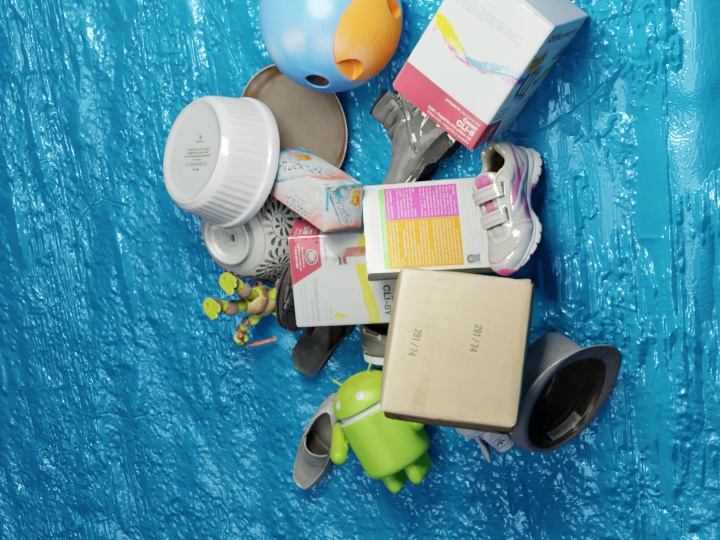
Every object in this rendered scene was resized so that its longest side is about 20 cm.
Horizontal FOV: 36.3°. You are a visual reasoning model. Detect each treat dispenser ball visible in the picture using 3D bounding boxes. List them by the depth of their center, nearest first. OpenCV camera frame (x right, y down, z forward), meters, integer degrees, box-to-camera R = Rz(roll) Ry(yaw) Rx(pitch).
[{"bbox_3d":[-0.041,-0.347,1.510,0.199,0.201,0.203,11,112,27],"label":"treat dispenser ball"}]

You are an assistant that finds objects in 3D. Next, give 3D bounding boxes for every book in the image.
[{"bbox_3d":[0.104,-0.060,1.540,0.198,0.048,0.135,-3,76,0],"label":"book"}]

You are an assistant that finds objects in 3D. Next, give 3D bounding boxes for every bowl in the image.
[{"bbox_3d":[-0.189,-0.065,1.764,0.199,0.094,0.202,10,111,27],"label":"bowl"}]

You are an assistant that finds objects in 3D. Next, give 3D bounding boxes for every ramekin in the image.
[{"bbox_3d":[-0.217,-0.170,1.656,0.202,0.094,0.204,-14,70,46],"label":"ramekin"}]

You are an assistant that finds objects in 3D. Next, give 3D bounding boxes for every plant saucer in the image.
[{"bbox_3d":[-0.100,-0.221,1.693,0.199,0.032,0.202,11,113,27],"label":"plant saucer"}]

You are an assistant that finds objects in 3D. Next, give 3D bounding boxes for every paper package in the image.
[{"bbox_3d":[0.128,0.107,1.468,0.189,0.104,0.202,6,78,7],"label":"paper package"}]

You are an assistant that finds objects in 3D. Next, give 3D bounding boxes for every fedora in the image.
[{"bbox_3d":[0.271,0.160,1.555,0.090,0.176,0.201,48,136,42],"label":"fedora"}]

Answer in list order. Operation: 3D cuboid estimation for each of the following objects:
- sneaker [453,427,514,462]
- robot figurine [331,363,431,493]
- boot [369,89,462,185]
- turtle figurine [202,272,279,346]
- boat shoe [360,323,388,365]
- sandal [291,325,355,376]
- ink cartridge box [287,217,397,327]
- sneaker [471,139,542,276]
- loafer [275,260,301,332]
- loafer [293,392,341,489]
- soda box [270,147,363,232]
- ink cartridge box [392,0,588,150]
[{"bbox_3d":[0.185,0.224,1.596,0.075,0.200,0.115,-36,94,9],"label":"sneaker"},{"bbox_3d":[0.033,0.245,1.728,0.175,0.116,0.201,-27,94,27],"label":"robot figurine"},{"bbox_3d":[0.055,-0.186,1.601,0.200,0.070,0.132,-44,80,23],"label":"boot"},{"bbox_3d":[-0.164,0.044,1.770,0.200,0.161,0.065,-42,55,26],"label":"turtle figurine"},{"bbox_3d":[0.086,0.109,1.677,0.200,0.072,0.061,0,112,34],"label":"boat shoe"},{"bbox_3d":[-0.058,0.097,1.771,0.075,0.048,0.201,36,121,15],"label":"sandal"},{"bbox_3d":[0.000,0.000,1.636,0.198,0.083,0.146,-3,109,5],"label":"ink cartridge box"},{"bbox_3d":[0.187,-0.089,1.475,0.081,0.088,0.201,-28,48,45],"label":"sneaker"},{"bbox_3d":[-0.079,0.008,1.711,0.063,0.071,0.201,36,111,54],"label":"loafer"},{"bbox_3d":[-0.073,0.292,1.836,0.070,0.070,0.201,31,120,18],"label":"loafer"},{"bbox_3d":[-0.070,-0.121,1.598,0.200,0.063,0.069,35,127,53],"label":"soda box"},{"bbox_3d":[0.170,-0.291,1.439,0.144,0.145,0.201,41,123,12],"label":"ink cartridge box"}]
